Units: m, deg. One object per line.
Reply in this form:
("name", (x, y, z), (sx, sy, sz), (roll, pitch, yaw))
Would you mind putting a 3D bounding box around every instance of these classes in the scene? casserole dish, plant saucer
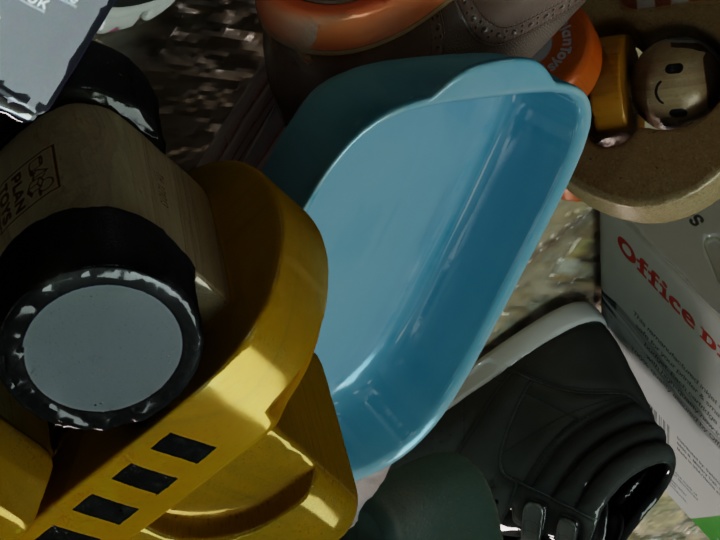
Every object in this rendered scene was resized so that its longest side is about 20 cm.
("casserole dish", (0.000, 0.000, 0.912), (0.121, 0.039, 0.200), (-9, 136, -41))
("plant saucer", (-0.001, 0.167, 1.125), (0.036, 0.200, 0.200), (16, 124, -20))

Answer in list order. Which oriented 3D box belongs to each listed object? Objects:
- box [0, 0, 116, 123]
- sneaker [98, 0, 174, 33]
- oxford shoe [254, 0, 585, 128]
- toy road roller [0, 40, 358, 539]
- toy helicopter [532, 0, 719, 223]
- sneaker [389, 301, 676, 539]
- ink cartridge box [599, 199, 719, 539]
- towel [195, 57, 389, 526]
("box", (-0.081, -0.159, 0.620), (0.104, 0.148, 0.200), (29, 100, -30))
("sneaker", (-0.099, -0.129, 0.772), (0.087, 0.074, 0.200), (-47, 146, 20))
("oxford shoe", (0.047, -0.106, 0.934), (0.200, 0.071, 0.073), (-26, 138, -26))
("toy road roller", (-0.092, 0.047, 0.811), (0.200, 0.123, 0.146), (-38, 124, 16))
("toy helicopter", (0.140, -0.105, 1.009), (0.200, 0.132, 0.079), (-60, 148, -15))
("sneaker", (0.053, 0.110, 1.228), (0.200, 0.099, 0.071), (-39, 152, 1))
("ink cartridge box", (0.181, 0.044, 1.233), (0.083, 0.147, 0.200), (-32, 150, -15))
("towel", (-0.001, -0.011, 1.015), (0.191, 0.032, 0.200), (-59, 150, -8))
